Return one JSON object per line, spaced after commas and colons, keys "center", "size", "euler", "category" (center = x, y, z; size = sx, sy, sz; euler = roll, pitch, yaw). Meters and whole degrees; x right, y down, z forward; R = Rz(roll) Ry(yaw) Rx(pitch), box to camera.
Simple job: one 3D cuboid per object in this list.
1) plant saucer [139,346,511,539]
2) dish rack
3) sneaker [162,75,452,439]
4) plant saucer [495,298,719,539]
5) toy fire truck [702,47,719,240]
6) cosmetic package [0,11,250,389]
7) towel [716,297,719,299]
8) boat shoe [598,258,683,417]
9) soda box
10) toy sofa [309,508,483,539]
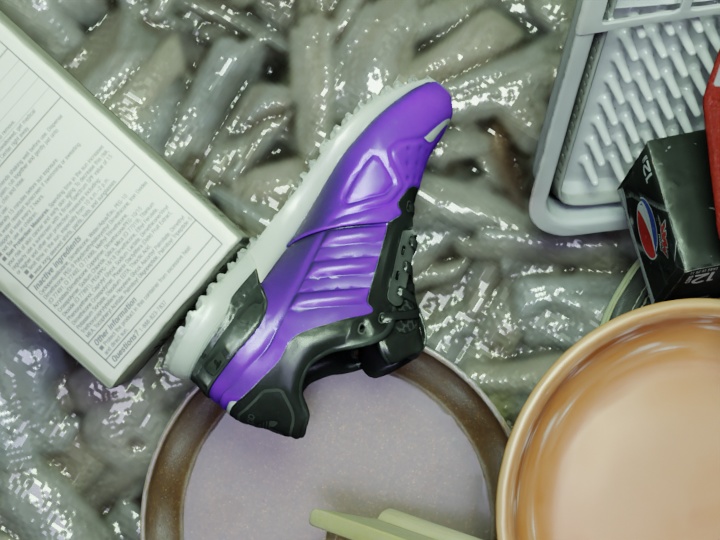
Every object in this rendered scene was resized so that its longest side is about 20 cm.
{"center": [-0.012, 0.129, 1.100], "size": [0.198, 0.034, 0.202], "euler": [0, 88, 0], "category": "plant saucer"}
{"center": [0.166, -0.102, 1.033], "size": [0.170, 0.201, 0.044], "euler": [-8, 52, -16], "category": "dish rack"}
{"center": [0.000, 0.000, 1.067], "size": [0.099, 0.070, 0.201], "euler": [36, 74, 9], "category": "sneaker"}
{"center": [0.158, 0.115, 1.017], "size": [0.198, 0.037, 0.202], "euler": [1, 85, -9], "category": "plant saucer"}
{"center": [0.236, -0.036, 0.933], "size": [0.199, 0.112, 0.169], "euler": [23, 103, 24], "category": "toy fire truck"}
{"center": [-0.160, -0.045, 1.078], "size": [0.200, 0.087, 0.103], "euler": [43, 90, 0], "category": "cosmetic package"}
{"center": [0.291, 0.050, 1.080], "size": [0.190, 0.032, 0.202], "euler": [-22, 85, -12], "category": "towel"}
{"center": [0.144, 0.072, 1.071], "size": [0.071, 0.066, 0.202], "euler": [28, 79, -12], "category": "boat shoe"}
{"center": [0.229, -0.039, 1.037], "size": [0.198, 0.063, 0.071], "euler": [-11, 73, -11], "category": "soda box"}
{"center": [0.012, 0.221, 1.042], "size": [0.082, 0.097, 0.202], "euler": [12, 88, 45], "category": "toy sofa"}
